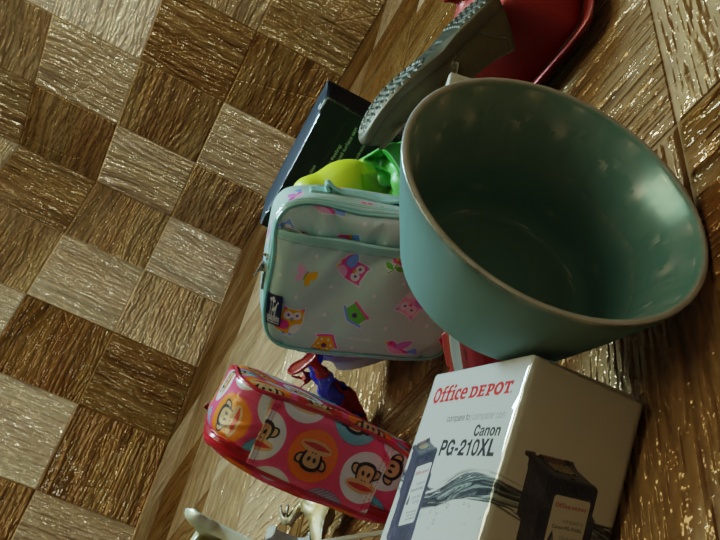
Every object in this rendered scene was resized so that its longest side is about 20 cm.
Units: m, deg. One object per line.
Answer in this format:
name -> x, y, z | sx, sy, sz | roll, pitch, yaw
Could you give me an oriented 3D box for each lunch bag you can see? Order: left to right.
lunch bag -> -0.046, 0.155, 0.773 | 0.082, 0.200, 0.176 | -64, 10, -3
lunch bag -> 0.000, 0.000, 0.784 | 0.077, 0.200, 0.161 | -102, 21, -65

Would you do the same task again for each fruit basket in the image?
fruit basket -> 0.023, -0.077, 0.957 | 0.216, 0.156, 0.216 | -35, 8, 5

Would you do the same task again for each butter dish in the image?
butter dish -> 0.158, -0.289, 0.927 | 0.200, 0.148, 0.200 | -50, 20, 47

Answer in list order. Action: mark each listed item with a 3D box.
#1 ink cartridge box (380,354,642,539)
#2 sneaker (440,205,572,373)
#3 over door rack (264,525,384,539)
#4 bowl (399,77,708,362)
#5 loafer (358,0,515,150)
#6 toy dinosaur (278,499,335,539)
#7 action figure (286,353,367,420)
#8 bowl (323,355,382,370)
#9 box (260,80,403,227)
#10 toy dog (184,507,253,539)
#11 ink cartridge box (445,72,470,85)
ink cartridge box -> 0.079, 0.163, 0.514 | 0.200, 0.084, 0.145 | -69, 14, -19
sneaker -> 0.126, 0.016, 0.634 | 0.078, 0.115, 0.200 | -19, -76, -65
over door rack -> -0.016, 0.284, 0.666 | 0.200, 0.067, 0.148 | -18, 44, 44
bowl -> 0.104, -0.020, 0.534 | 0.105, 0.201, 0.201 | 117, 170, -48
loafer -> 0.081, -0.191, 0.843 | 0.200, 0.067, 0.076 | -44, 16, 8
toy dinosaur -> -0.045, 0.259, 0.890 | 0.101, 0.058, 0.200 | -50, 19, 44
action figure -> -0.036, 0.131, 0.902 | 0.052, 0.200, 0.065 | -33, 51, 1
bowl -> 0.000, 0.055, 0.947 | 0.201, 0.094, 0.201 | -19, 5, 2
box -> -0.004, -0.121, 1.136 | 0.197, 0.200, 0.117 | -59, 14, 22
toy dog -> -0.183, 0.403, 0.953 | 0.200, 0.139, 0.194 | -61, -11, -24
ink cartridge box -> 0.117, -0.086, 0.745 | 0.200, 0.116, 0.067 | -78, 5, -46
